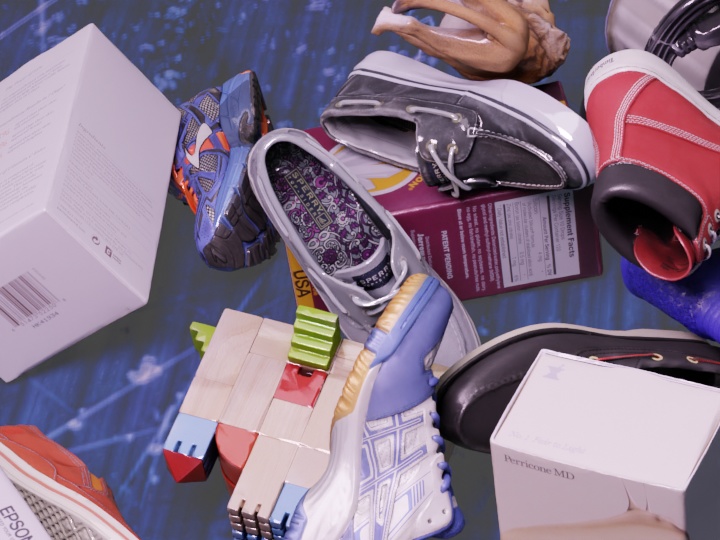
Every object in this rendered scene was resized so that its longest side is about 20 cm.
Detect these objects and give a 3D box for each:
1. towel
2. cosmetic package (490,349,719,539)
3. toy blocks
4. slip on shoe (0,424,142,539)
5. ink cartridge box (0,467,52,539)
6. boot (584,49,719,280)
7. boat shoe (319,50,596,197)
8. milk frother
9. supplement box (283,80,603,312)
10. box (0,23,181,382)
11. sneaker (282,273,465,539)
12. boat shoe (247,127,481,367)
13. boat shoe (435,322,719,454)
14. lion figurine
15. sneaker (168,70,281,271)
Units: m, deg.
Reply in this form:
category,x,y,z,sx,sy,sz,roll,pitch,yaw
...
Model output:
category,x,y,z,sx,sy,sz,roll,pitch,yaw
towel,0.258,0.045,1.272,0.147,0.050,0.200,1,25,-39
cosmetic package,0.130,0.144,1.099,0.103,0.200,0.073,12,45,25
toy blocks,-0.031,0.108,1.274,0.199,0.100,0.137,15,58,14
slip on shoe,-0.161,0.146,1.268,0.061,0.074,0.200,-19,38,-40
ink cartridge box,-0.199,0.176,1.162,0.075,0.165,0.200,-26,43,-18
boot,0.212,-0.026,1.271,0.200,0.072,0.145,28,40,-22
boat shoe,0.061,-0.077,1.354,0.200,0.072,0.071,19,58,41
milk frother,0.229,-0.153,1.430,0.180,0.200,0.188,-29,43,-15
supplement box,0.047,-0.043,1.426,0.199,0.086,0.111,-11,40,-1
box,-0.203,-0.046,1.442,0.124,0.097,0.200,-29,34,26
sneaker,0.022,0.104,1.187,0.088,0.201,0.075,20,1,6
boat shoe,0.000,-0.001,1.321,0.070,0.201,0.072,-39,0,0
boat shoe,0.134,0.074,1.244,0.201,0.074,0.063,-2,26,-27
lion figurine,0.074,-0.149,1.370,0.122,0.073,0.200,26,14,-1
sneaker,-0.100,-0.060,1.502,0.078,0.075,0.200,-15,31,8
